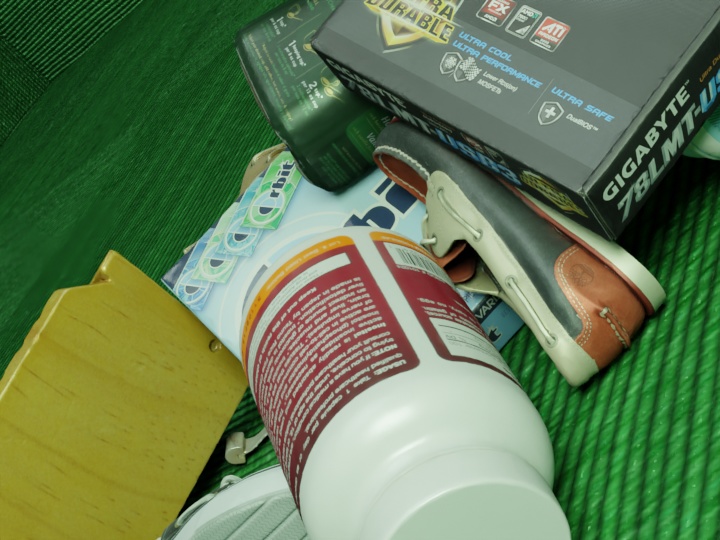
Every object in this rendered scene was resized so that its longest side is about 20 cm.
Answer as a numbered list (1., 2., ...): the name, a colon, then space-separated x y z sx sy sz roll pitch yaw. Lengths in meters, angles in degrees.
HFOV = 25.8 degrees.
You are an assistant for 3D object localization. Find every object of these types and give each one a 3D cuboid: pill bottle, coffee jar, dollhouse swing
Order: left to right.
1. dollhouse swing: -0.190 0.117 0.999 0.175 0.182 0.201 -3 53 53
2. pill bottle: 0.018 0.071 0.697 0.113 0.113 0.200 -43 31 8
3. coffee jar: 0.035 -0.137 0.879 0.199 0.085 0.105 -31 59 9

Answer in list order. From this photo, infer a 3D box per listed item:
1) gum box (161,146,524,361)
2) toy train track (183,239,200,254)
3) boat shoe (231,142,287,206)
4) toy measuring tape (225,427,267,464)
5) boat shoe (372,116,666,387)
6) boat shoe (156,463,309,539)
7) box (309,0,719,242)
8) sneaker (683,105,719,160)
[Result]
1. gum box: 0.000 0.000 0.894 0.170 0.045 0.200 -47 46 -4
2. toy train track: -0.038 0.007 1.016 0.199 0.115 0.033 -31 34 14
3. boat shoe: -0.053 -0.052 1.052 0.071 0.065 0.200 -10 -30 -39
4. toy measuring tape: -0.028 0.035 0.976 0.200 0.074 0.074 -42 18 11
5. boat shoe: 0.064 -0.016 0.787 0.063 0.071 0.200 -48 50 -2
6. boat shoe: -0.070 0.142 0.832 0.200 0.072 0.071 -36 24 33
7. box: 0.103 -0.140 0.755 0.200 0.050 0.199 35 84 41
8. sneaker: 0.161 -0.097 0.828 0.130 0.080 0.200 -29 15 37
